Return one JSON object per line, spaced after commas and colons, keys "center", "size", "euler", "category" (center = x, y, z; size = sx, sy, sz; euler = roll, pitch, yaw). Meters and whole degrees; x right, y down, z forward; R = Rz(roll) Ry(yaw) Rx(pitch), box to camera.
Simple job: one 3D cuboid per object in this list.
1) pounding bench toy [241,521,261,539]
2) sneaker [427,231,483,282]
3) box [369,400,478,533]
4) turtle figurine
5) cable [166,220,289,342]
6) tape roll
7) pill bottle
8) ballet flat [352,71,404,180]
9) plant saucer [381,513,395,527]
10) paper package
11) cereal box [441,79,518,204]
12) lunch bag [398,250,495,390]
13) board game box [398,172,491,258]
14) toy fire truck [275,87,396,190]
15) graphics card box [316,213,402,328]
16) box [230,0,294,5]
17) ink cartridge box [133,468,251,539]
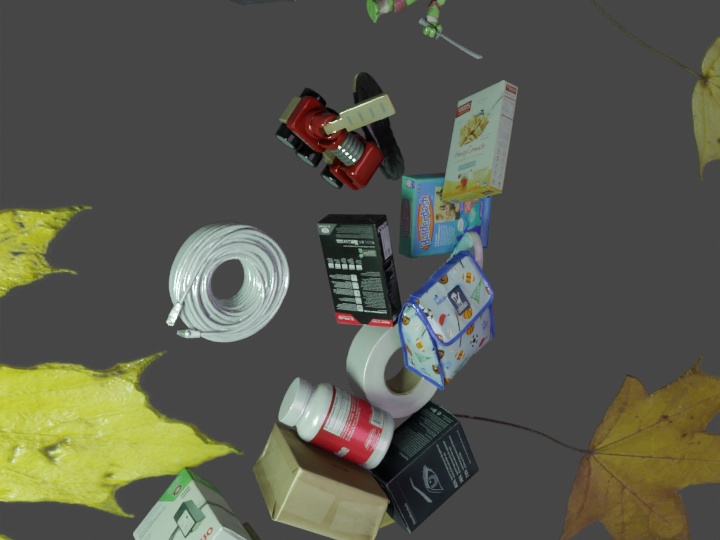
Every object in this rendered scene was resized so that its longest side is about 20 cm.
{"center": [-0.206, 0.593, 1.334], "size": [0.123, 0.199, 0.159], "euler": [-19, 113, -27], "category": "pounding bench toy"}
{"center": [0.179, 0.013, 1.460], "size": [0.081, 0.074, 0.203], "euler": [-5, 129, -27], "category": "sneaker"}
{"center": [0.119, 0.389, 1.486], "size": [0.199, 0.104, 0.150], "euler": [-34, 120, -20], "category": "box"}
{"center": [0.116, -0.467, 1.245], "size": [0.190, 0.144, 0.204], "euler": [-12, 77, -13], "category": "turtle figurine"}
{"center": [-0.217, 0.019, 1.236], "size": [0.198, 0.069, 0.203], "euler": [16, 94, -36], "category": "cable"}
{"center": [0.071, 0.185, 1.472], "size": [0.199, 0.070, 0.206], "euler": [-11, 110, -31], "category": "tape roll"}
{"center": [-0.046, 0.278, 1.373], "size": [0.198, 0.112, 0.114], "euler": [27, 89, -13], "category": "pill bottle"}
{"center": [0.025, -0.253, 1.330], "size": [0.066, 0.057, 0.203], "euler": [-29, 112, -23], "category": "ballet flat"}
{"center": [0.062, 0.426, 1.553], "size": [0.197, 0.048, 0.204], "euler": [-12, 110, -31], "category": "plant saucer"}
{"center": [-0.075, 0.387, 1.347], "size": [0.198, 0.190, 0.105], "euler": [26, 94, -24], "category": "paper package"}
{"center": [0.217, -0.232, 1.367], "size": [0.039, 0.143, 0.204], "euler": [15, 78, -27], "category": "cereal box"}
{"center": [0.158, 0.086, 1.362], "size": [0.169, 0.123, 0.202], "euler": [-39, 135, -28], "category": "lunch bag"}
{"center": [0.169, -0.113, 1.462], "size": [0.197, 0.045, 0.155], "euler": [-7, 109, -32], "category": "board game box"}
{"center": [-0.016, -0.218, 1.214], "size": [0.175, 0.199, 0.130], "euler": [39, 83, -35], "category": "toy fire truck"}
{"center": [0.000, 0.000, 1.335], "size": [0.051, 0.124, 0.203], "euler": [-42, 127, -49], "category": "graphics card box"}
{"center": [-0.158, -0.491, 1.040], "size": [0.121, 0.198, 0.204], "euler": [9, 99, -32], "category": "box"}
{"center": [-0.280, 0.449, 1.241], "size": [0.147, 0.199, 0.084], "euler": [-52, 123, -9], "category": "ink cartridge box"}
